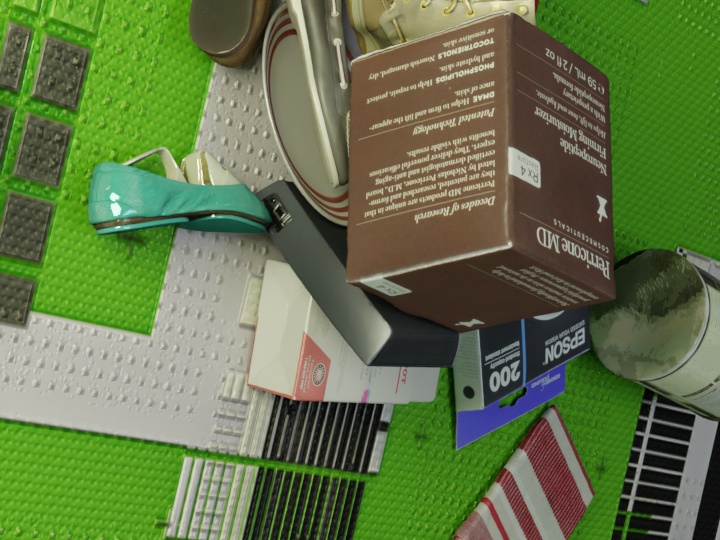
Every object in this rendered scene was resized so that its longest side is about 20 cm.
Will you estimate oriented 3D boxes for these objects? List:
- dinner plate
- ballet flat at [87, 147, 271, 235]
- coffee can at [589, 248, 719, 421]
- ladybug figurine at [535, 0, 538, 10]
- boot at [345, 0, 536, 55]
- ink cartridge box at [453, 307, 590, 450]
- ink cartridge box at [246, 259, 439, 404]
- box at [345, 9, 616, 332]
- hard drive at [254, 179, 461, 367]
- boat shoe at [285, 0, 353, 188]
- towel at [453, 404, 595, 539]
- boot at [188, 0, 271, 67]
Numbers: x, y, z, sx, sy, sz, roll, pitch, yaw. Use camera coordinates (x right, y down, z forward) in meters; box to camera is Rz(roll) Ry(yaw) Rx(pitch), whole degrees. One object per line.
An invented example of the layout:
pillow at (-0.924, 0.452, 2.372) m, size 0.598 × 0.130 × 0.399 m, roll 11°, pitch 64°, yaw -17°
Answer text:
dinner plate at (-0.038, -0.135, 1.705) m, size 0.200 × 0.024 × 0.202 m, roll 35°, pitch 49°, yaw -53°
ballet flat at (-0.144, -0.066, 1.609) m, size 0.199 × 0.067 × 0.071 m, roll -1°, pitch 86°, yaw -51°
coffee can at (0.364, 0.074, 2.172) m, size 0.199 × 0.145 × 0.148 m, roll 25°, pitch 80°, yaw -49°
ladybug figurine at (0.123, -0.294, 1.823) m, size 0.135 × 0.071 × 0.202 m, roll 20°, pitch 65°, yaw -62°
boot at (0.066, -0.231, 1.615) m, size 0.200 × 0.154 × 0.073 m, roll 66°, pitch 17°, yaw -64°
ink cartridge box at (0.167, 0.066, 2.020) m, size 0.197 × 0.043 × 0.202 m, roll -24°, pitch 117°, yaw -45°
ink cartridge box at (-0.006, 0.059, 1.796) m, size 0.199 × 0.067 × 0.118 m, roll 7°, pitch 94°, yaw -48°
box at (0.100, -0.076, 1.607) m, size 0.165 × 0.163 × 0.202 m, roll 23°, pitch 61°, yaw -49°
hard drive at (0.000, 0.000, 1.699) m, size 0.134 × 0.201 × 0.042 m, roll 5°, pitch 131°, yaw -50°
boat shoe at (-0.021, -0.173, 1.647) m, size 0.056 × 0.067 × 0.202 m, roll -12°, pitch 84°, yaw -5°
towel at (0.176, 0.261, 2.096) m, size 0.200 × 0.023 × 0.145 m, roll -50°, pitch 131°, yaw -32°
boot at (-0.093, -0.267, 1.633) m, size 0.075 × 0.073 × 0.202 m, roll 45°, pitch 60°, yaw -74°
